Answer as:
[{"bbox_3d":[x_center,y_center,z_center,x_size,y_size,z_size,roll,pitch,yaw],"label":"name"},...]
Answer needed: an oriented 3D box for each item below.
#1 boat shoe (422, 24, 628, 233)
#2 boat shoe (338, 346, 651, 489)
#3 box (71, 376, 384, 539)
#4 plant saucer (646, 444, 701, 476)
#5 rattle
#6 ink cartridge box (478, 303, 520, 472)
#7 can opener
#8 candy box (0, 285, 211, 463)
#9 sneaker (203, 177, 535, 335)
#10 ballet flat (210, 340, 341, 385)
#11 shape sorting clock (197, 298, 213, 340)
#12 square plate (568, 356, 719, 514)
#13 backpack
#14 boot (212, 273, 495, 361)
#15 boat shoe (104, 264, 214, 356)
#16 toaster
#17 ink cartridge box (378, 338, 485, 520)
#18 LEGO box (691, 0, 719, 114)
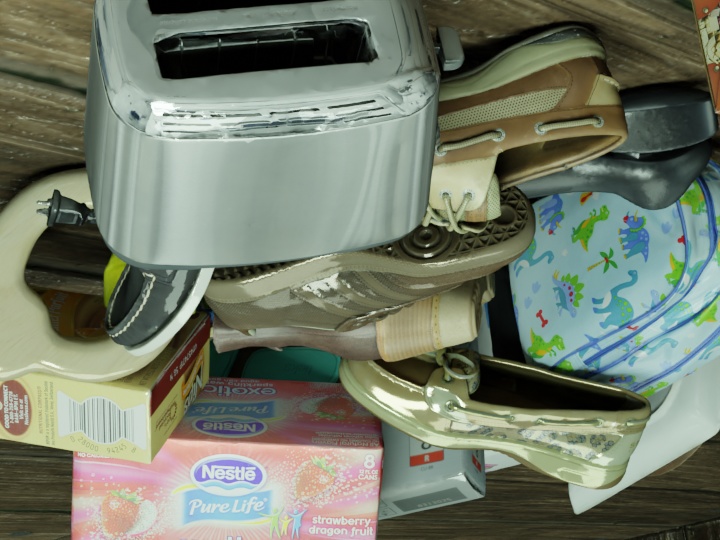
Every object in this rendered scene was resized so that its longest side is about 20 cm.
[{"bbox_3d":[0.051,-0.060,0.989,0.199,0.074,0.076,-26,161,-1],"label":"boat shoe"},{"bbox_3d":[0.085,0.076,1.175,0.198,0.074,0.063,17,122,-10],"label":"boat shoe"},{"bbox_3d":[-0.086,0.133,1.214,0.198,0.103,0.095,4,-159,-3],"label":"box"},{"bbox_3d":[0.230,0.052,1.380,0.036,0.202,0.200,21,155,-16],"label":"plant saucer"},{"bbox_3d":[-0.203,0.011,1.118,0.199,0.131,0.143,-27,-155,-9],"label":"rattle"},{"bbox_3d":[0.072,0.087,1.466,0.199,0.146,0.084,-16,163,25],"label":"ink cartridge box"},{"bbox_3d":[0.119,-0.070,1.133,0.198,0.079,0.063,-8,-157,7],"label":"can opener"},{"bbox_3d":[-0.206,0.058,1.172,0.198,0.056,0.116,9,-155,11],"label":"candy box"},{"bbox_3d":[0.006,-0.006,1.058,0.198,0.071,0.076,-7,145,13],"label":"sneaker"},{"bbox_3d":[-0.078,0.079,1.329,0.199,0.068,0.068,15,155,37],"label":"ballet flat"},{"bbox_3d":[-0.048,0.027,1.285,0.198,0.040,0.200,-2,-167,1],"label":"shape sorting clock"},{"bbox_3d":[0.206,0.054,1.336,0.028,0.201,0.198,19,150,-15],"label":"square plate"},{"bbox_3d":[0.178,0.005,1.227,0.199,0.164,0.154,-17,146,22],"label":"backpack"},{"bbox_3d":[0.000,0.000,1.182,0.165,0.073,0.200,-2,-160,10],"label":"boot"},{"bbox_3d":[-0.098,-0.034,1.002,0.060,0.074,0.200,19,129,-27],"label":"boat shoe"},{"bbox_3d":[-0.053,-0.078,0.860,0.198,0.114,0.130,-5,149,-12],"label":"toaster"},{"bbox_3d":[0.008,0.082,1.343,0.161,0.201,0.050,-15,149,22],"label":"ink cartridge box"},{"bbox_3d":[0.290,-0.123,0.977,0.148,0.078,0.199,-20,161,36],"label":"LEGO box"}]
